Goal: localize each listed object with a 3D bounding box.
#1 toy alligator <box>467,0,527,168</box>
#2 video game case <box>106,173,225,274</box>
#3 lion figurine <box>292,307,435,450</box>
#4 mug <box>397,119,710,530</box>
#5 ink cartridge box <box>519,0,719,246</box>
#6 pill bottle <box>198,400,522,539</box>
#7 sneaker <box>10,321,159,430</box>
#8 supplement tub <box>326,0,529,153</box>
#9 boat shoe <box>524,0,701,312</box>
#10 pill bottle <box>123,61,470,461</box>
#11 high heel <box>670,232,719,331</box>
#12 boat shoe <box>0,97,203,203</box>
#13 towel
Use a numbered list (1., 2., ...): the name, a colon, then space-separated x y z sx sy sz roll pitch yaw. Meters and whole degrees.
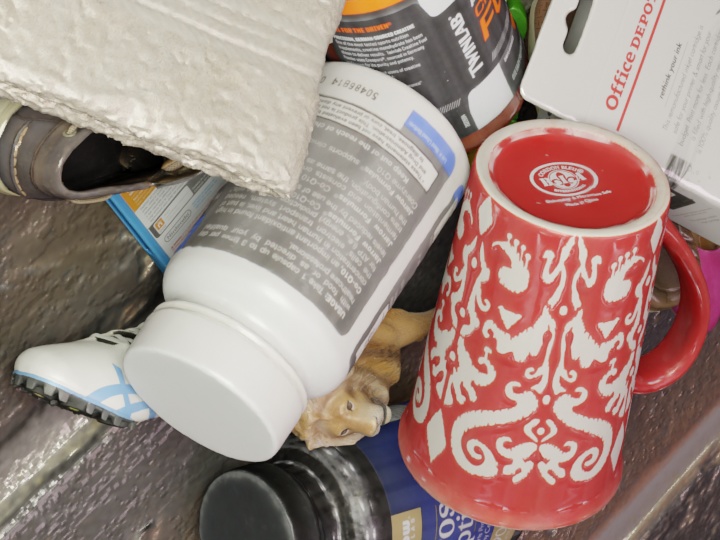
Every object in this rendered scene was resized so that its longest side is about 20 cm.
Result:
1. toy alligator: 0.065 -0.078 1.545 0.054 0.059 0.201 4 128 -1
2. video game case: -0.089 -0.088 1.387 0.143 0.018 0.200 -50 141 -13
3. lion figurine: 0.000 0.000 1.503 0.122 0.072 0.201 -11 99 -39
4. mug: 0.111 0.016 1.436 0.177 0.133 0.201 -41 149 -44
5. ink cartridge box: 0.177 -0.103 1.479 0.199 0.067 0.116 26 76 -19
6. pill bottle: 0.002 0.144 1.559 0.200 0.112 0.112 -12 122 -44
7. sneaker: -0.113 0.049 1.410 0.200 0.072 0.073 4 99 -50
8. supplement tub: 0.018 -0.157 1.392 0.107 0.107 0.200 -48 141 -16
9. boat shoe: 0.136 -0.069 1.536 0.074 0.075 0.203 -16 90 -26
10. pill bottle: -0.035 -0.004 1.365 0.200 0.113 0.114 -56 144 -26
11. high heel: 0.216 -0.064 1.569 0.067 0.096 0.201 -9 88 -56
12. boat shoe: -0.100 -0.073 1.309 0.200 0.073 0.075 -25 129 -36
13. towel: -0.104 -0.125 1.247 0.199 0.034 0.133 21 72 -24
